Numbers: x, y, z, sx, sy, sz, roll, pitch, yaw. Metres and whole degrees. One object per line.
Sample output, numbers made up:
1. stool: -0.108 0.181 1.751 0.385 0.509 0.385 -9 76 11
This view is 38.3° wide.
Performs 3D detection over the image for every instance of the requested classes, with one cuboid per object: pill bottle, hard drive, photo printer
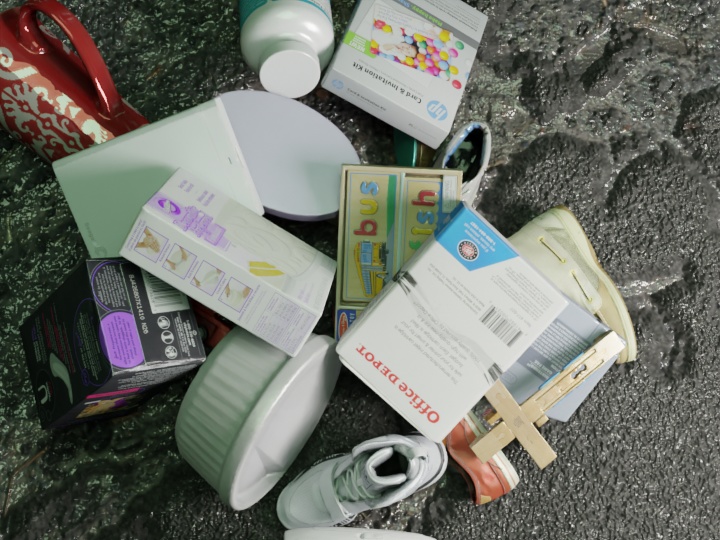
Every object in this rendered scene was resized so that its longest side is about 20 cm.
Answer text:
1. pill bottle: -0.088 -0.296 1.219 0.109 0.111 0.202 -2 52 -5
2. hard drive: -0.219 -0.089 1.122 0.198 0.026 0.133 -19 102 12
3. photo printer: -0.005 0.298 1.046 0.164 0.200 0.070 4 74 -4

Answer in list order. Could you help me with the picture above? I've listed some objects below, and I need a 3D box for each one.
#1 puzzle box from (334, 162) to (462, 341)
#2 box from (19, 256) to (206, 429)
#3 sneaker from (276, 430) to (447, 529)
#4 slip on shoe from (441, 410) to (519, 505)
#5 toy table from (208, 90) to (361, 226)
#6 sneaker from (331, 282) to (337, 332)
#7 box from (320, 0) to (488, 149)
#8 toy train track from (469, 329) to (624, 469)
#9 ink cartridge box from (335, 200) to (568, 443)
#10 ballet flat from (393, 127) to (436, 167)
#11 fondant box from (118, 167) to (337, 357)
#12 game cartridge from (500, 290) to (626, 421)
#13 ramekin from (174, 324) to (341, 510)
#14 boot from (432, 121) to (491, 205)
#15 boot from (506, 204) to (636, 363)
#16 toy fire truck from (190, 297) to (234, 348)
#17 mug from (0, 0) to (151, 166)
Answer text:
1. puzzle box: 0.039 -0.013 1.120 0.131 0.025 0.203 2 100 4
2. box: -0.262 0.076 1.076 0.105 0.199 0.124 -5 72 -40
3. sneaker: -0.008 0.222 1.094 0.198 0.115 0.076 -23 76 8
4. slip on shoe: 0.094 0.175 1.158 0.061 0.074 0.201 -37 85 -11
5. toy table: -0.095 -0.114 1.196 0.199 0.117 0.184 38 75 7
6. sneaker: 0.000 0.000 1.175 0.073 0.087 0.203 5 83 10
7. box: 0.056 -0.261 1.230 0.155 0.041 0.201 27 58 -10
8. toy train track: 0.200 0.135 1.128 0.199 0.033 0.115 -38 97 -3
9. ink cartridge box: 0.091 0.051 1.071 0.146 0.084 0.200 42 99 -4
10. ballet flat: 0.070 -0.202 1.271 0.072 0.068 0.202 -4 70 -25
11. fondant box: -0.126 -0.012 1.044 0.199 0.145 0.059 30 110 -6
12. game cartridge: 0.178 0.071 1.156 0.199 0.040 0.134 37 97 -4
13. ramekin: -0.110 0.141 1.089 0.094 0.203 0.203 29 74 15
14. boot: 0.093 -0.082 1.214 0.073 0.096 0.202 23 75 2
15. boot: 0.216 0.041 1.205 0.153 0.072 0.201 -25 77 -9
16. toy fire truck: -0.162 0.010 1.175 0.199 0.049 0.142 32 88 5
17. mug: -0.344 -0.192 1.172 0.200 0.178 0.134 40 71 2
